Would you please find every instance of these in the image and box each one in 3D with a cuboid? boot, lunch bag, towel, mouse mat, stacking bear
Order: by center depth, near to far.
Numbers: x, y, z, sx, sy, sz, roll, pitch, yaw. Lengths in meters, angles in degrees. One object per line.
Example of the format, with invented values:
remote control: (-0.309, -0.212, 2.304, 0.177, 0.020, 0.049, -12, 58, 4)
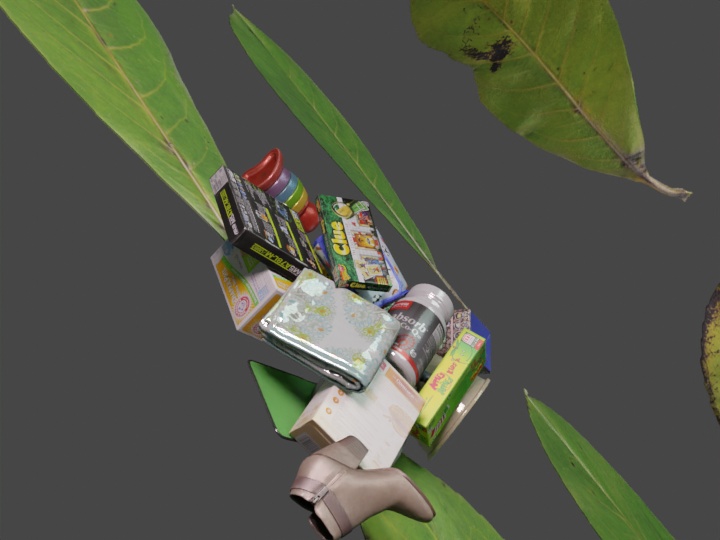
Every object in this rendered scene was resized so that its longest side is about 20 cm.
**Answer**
boot: (-0.003, 0.338, 1.238, 0.200, 0.070, 0.146, 39, 48, 10)
towel: (-0.047, 0.093, 1.389, 0.199, 0.048, 0.171, 30, 44, 4)
mouse mat: (-0.100, 0.231, 1.428, 0.200, 0.008, 0.161, 30, 24, -48)
lunch bag: (0.000, 0.000, 1.598, 0.171, 0.124, 0.200, 60, 17, 7)
stacking bear: (-0.171, -0.167, 2.009, 0.200, 0.121, 0.114, 46, 12, -33)

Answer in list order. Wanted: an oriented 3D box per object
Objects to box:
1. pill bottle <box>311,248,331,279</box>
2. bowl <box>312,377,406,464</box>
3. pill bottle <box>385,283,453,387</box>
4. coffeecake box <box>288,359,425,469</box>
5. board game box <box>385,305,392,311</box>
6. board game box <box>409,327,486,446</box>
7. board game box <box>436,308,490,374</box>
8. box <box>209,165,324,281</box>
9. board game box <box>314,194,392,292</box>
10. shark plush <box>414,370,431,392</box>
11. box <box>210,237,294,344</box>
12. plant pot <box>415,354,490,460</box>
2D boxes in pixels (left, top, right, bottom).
pill bottle: (-0.117, 0.005, 1.738, 0.104, 0.104, 0.200, 54, 18, 22)
bowl: (0.016, 0.254, 1.542, 0.200, 0.075, 0.200, 50, 15, 0)
pill bottle: (0.086, 0.121, 1.541, 0.116, 0.116, 0.200, 45, 48, -8)
coffeecake box: (0.000, 0.238, 1.392, 0.154, 0.073, 0.200, 46, 43, -8)
board game box: (0.013, 0.055, 1.752, 0.126, 0.035, 0.201, 31, 39, -22)
board game box: (0.159, 0.214, 1.561, 0.047, 0.200, 0.102, 29, -22, 23)
board game box: (0.166, 0.161, 1.844, 0.159, 0.199, 0.097, 42, 47, -56)
box: (-0.167, -0.077, 1.510, 0.193, 0.047, 0.200, 35, 20, -41)
board game box: (-0.014, -0.050, 1.502, 0.104, 0.024, 0.201, 4, 49, -25)
shark plush: (0.059, 0.176, 1.592, 0.083, 0.091, 0.201, -1, 51, -30)
box: (-0.177, 0.021, 1.530, 0.101, 0.113, 0.200, 28, 23, -43)
plant pot: (0.126, 0.241, 1.701, 0.183, 0.201, 0.200, 38, 15, 9)
